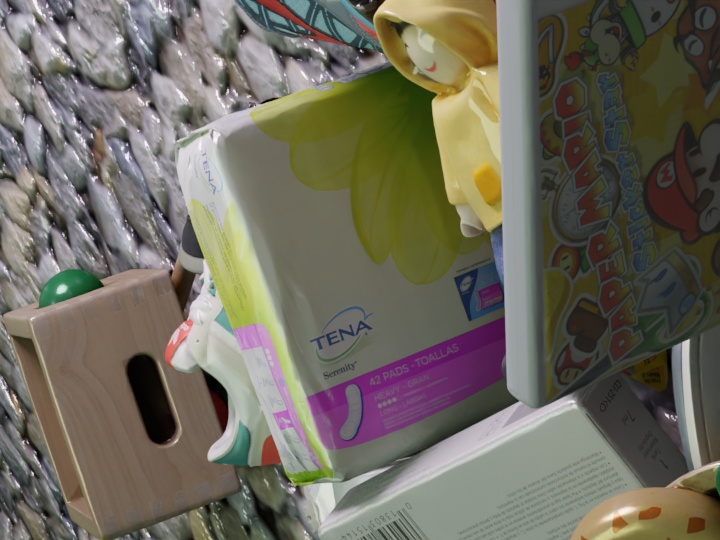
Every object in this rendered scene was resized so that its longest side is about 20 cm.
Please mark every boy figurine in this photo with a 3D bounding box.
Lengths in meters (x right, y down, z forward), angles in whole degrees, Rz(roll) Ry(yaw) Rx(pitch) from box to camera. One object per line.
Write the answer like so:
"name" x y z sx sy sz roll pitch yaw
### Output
"boy figurine" 0.070 -0.053 1.258 0.124 0.064 0.201 -17 96 67

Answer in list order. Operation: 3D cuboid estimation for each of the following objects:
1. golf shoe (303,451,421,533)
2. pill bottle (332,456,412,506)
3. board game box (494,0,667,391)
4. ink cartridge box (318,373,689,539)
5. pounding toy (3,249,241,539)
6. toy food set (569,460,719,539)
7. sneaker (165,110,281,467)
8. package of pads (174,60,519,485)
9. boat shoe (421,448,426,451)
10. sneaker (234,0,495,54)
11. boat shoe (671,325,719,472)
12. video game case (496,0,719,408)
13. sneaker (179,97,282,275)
"golf shoe" 0.008 0.101 1.540 0.097 0.078 0.201 -31 82 57
"pill bottle" 0.044 0.205 1.470 0.112 0.112 0.201 -14 87 64
"board game box" 0.110 -0.040 1.290 0.095 0.030 0.201 30 136 54
"ink cartridge box" 0.100 0.157 1.327 0.200 0.045 0.176 -30 102 42
"pounding toy" -0.150 0.062 1.780 0.184 0.142 0.201 180 71 -76
"toy food set" 0.199 0.163 1.143 0.197 0.049 0.201 -22 105 38
"sneaker" -0.069 0.016 1.450 0.070 0.093 0.201 -101 -3 -80
"package of pads" 0.000 0.000 1.383 0.068 0.154 0.201 -15 94 64
"boat shoe" 0.005 0.010 1.461 0.071 0.064 0.201 -15 93 39
"sneaker" -0.018 -0.158 1.347 0.199 0.079 0.096 31 156 5
"boat shoe" 0.176 0.106 1.210 0.062 0.073 0.201 1 115 59
"video game case" 0.132 -0.062 1.045 0.023 0.181 0.201 35 138 45
"sneaker" -0.056 -0.050 1.576 0.200 0.074 0.107 -174 82 -67
